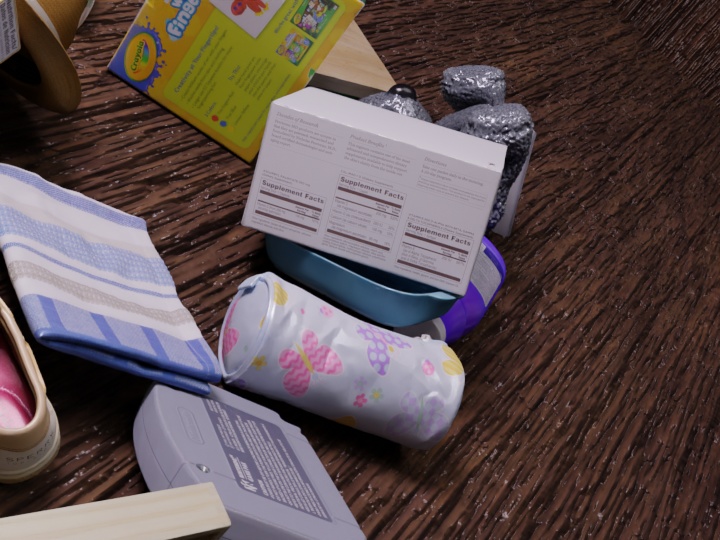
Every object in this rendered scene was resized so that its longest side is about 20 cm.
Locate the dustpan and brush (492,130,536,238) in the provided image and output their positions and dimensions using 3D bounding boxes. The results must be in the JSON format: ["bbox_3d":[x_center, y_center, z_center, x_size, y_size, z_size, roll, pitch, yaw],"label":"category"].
[{"bbox_3d":[0.126,-0.141,1.268,0.199,0.141,0.057,28,29,32],"label":"dustpan and brush"}]

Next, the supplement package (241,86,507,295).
[{"bbox_3d":[0.019,-0.077,0.933,0.198,0.112,0.156,18,16,5],"label":"supplement package"}]

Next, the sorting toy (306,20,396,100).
[{"bbox_3d":[-0.080,-0.259,1.201,0.199,0.070,0.200,5,47,-47],"label":"sorting toy"}]

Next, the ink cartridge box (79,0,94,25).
[{"bbox_3d":[-0.346,-0.327,1.004,0.199,0.050,0.162,26,33,-29],"label":"ink cartridge box"}]

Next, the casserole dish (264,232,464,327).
[{"bbox_3d":[0.000,0.000,0.928,0.199,0.039,0.121,25,20,31],"label":"casserole dish"}]

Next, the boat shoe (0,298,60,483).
[{"bbox_3d":[-0.241,0.028,0.623,0.073,0.069,0.200,-34,76,-32],"label":"boat shoe"}]

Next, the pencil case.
[{"bbox_3d":[-0.013,0.073,0.827,0.198,0.092,0.083,22,-4,-27],"label":"pencil case"}]

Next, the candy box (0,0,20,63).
[{"bbox_3d":[-0.327,-0.134,0.668,0.115,0.056,0.200,30,54,10],"label":"candy box"}]

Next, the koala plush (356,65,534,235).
[{"bbox_3d":[0.055,-0.126,1.129,0.197,0.186,0.178,9,27,-13],"label":"koala plush"}]

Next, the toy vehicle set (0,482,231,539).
[{"bbox_3d":[-0.170,0.158,0.501,0.199,0.124,0.027,1,48,-49],"label":"toy vehicle set"}]

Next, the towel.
[{"bbox_3d":[-0.183,0.001,0.735,0.146,0.024,0.200,24,21,-42],"label":"towel"}]

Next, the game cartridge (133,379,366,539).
[{"bbox_3d":[-0.077,0.127,0.667,0.132,0.041,0.200,31,5,-24],"label":"game cartridge"}]

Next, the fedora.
[{"bbox_3d":[-0.267,-0.213,0.809,0.200,0.201,0.082,42,71,0],"label":"fedora"}]

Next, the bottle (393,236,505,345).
[{"bbox_3d":[0.084,0.024,1.030,0.083,0.065,0.200,44,30,-1],"label":"bottle"}]

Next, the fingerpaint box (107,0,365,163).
[{"bbox_3d":[-0.115,-0.232,0.995,0.166,0.200,0.074,32,30,-15],"label":"fingerpaint box"}]
